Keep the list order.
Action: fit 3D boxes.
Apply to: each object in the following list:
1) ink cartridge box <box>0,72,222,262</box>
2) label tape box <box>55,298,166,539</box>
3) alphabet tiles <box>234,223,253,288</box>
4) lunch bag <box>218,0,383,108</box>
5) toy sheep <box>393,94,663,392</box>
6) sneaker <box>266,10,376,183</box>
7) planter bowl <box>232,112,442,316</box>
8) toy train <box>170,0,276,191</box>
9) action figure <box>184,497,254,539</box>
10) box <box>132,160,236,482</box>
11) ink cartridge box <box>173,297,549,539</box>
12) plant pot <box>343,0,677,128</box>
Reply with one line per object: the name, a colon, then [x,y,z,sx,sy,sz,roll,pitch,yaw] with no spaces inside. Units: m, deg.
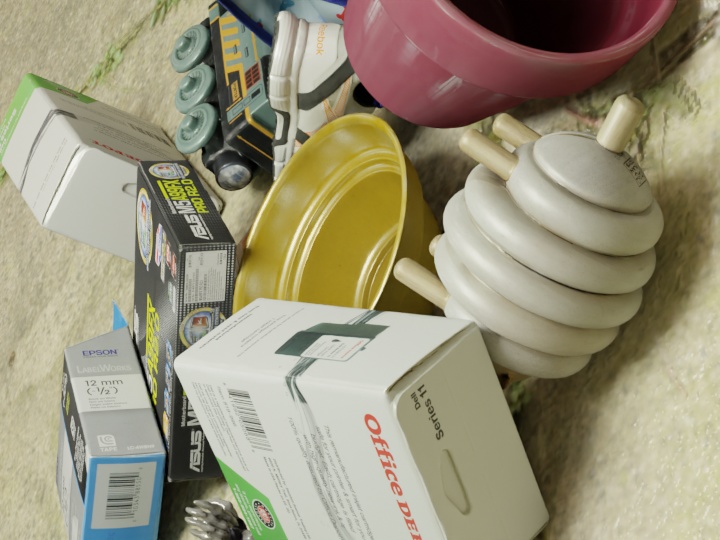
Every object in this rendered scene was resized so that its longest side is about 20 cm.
ink cartridge box: [-0.227,-0.085,1.566,0.084,0.145,0.200,-61,31,11]
label tape box: [-0.210,0.138,1.429,0.200,0.066,0.144,-118,31,-50]
alphabet tiles: [-0.047,-0.012,1.376,0.200,0.008,0.167,-52,34,26]
lunch bag: [-0.021,-0.243,1.291,0.127,0.200,0.171,-28,48,48]
toy sheep: [0.106,-0.016,1.019,0.200,0.137,0.138,-65,29,30]
sneaker: [-0.025,-0.112,1.286,0.200,0.080,0.074,93,-178,-67]
planter bowl: [0.000,0.000,1.219,0.200,0.083,0.201,-35,43,42]
toy train: [-0.095,-0.156,1.477,0.114,0.085,0.200,-35,41,25]
action figure: [-0.097,0.217,1.218,0.200,0.102,0.119,-26,37,48]
box: [-0.140,0.037,1.365,0.160,0.044,0.201,-125,36,-58]
ink cartridge box: [-0.001,0.102,1.060,0.083,0.147,0.200,-37,27,-33]
plant pot: [0.077,-0.183,1.128,0.179,0.199,0.201,137,144,-61]
